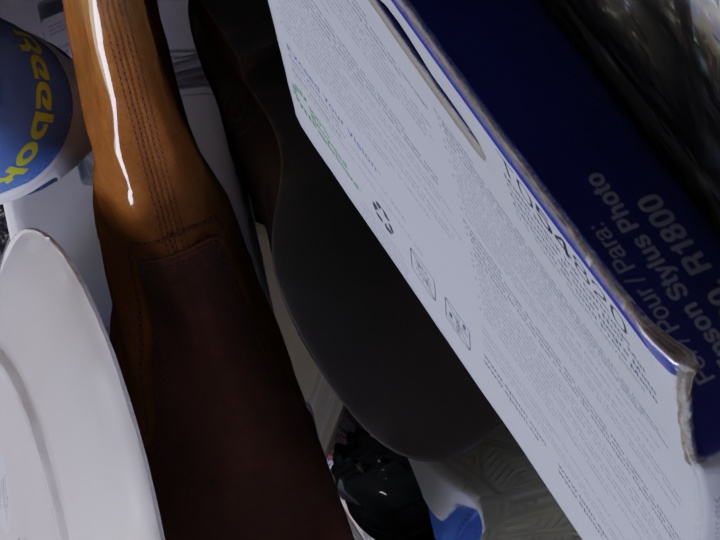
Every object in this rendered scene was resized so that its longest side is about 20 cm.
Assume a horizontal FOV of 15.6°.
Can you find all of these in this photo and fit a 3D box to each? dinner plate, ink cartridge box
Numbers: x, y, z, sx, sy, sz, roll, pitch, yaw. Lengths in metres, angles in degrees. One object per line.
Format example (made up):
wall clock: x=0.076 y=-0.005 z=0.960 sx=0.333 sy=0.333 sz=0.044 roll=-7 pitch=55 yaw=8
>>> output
dinner plate: x=-0.091 y=0.087 z=0.784 sx=0.200 sy=0.024 sz=0.201 roll=171 pitch=90 yaw=-71
ink cartridge box: x=-0.088 y=-0.052 z=0.949 sx=0.146 sy=0.085 sz=0.201 roll=83 pitch=176 yaw=-75
ink cartridge box: x=0.035 y=-0.020 z=0.581 sx=0.200 sy=0.041 sz=0.200 roll=56 pitch=173 yaw=25

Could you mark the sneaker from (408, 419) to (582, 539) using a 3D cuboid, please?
sneaker: x=0.068 y=0.108 z=0.742 sx=0.200 sy=0.077 sz=0.111 roll=-128 pitch=14 yaw=-70

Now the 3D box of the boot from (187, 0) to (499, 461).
boot: x=0.000 y=0.000 z=0.828 sx=0.200 sy=0.064 sz=0.187 roll=85 pitch=167 yaw=-69

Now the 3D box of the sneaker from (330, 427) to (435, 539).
sneaker: x=0.035 y=0.092 z=1.011 sx=0.091 sy=0.066 sz=0.200 roll=56 pitch=177 yaw=1

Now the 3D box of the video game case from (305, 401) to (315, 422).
video game case: x=-0.034 y=0.179 z=0.953 sx=0.182 sy=0.023 sz=0.201 roll=-58 pitch=-39 yaw=-54

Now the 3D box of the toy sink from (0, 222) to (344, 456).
toy sink: x=-0.101 y=0.028 z=1.086 sx=0.199 sy=0.112 sz=0.130 roll=19 pitch=161 yaw=2

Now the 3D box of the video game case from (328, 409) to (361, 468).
video game case: x=-0.038 y=0.066 z=1.270 sx=0.200 sy=0.017 sz=0.143 roll=33 pitch=-173 yaw=-29

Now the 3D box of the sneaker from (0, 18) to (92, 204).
sneaker: x=-0.169 y=-0.048 z=0.847 sx=0.200 sy=0.082 sz=0.074 roll=5 pitch=91 yaw=37

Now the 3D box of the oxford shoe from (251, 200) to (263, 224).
oxford shoe: x=-0.067 y=-0.036 z=1.138 sx=0.071 sy=0.072 sz=0.200 roll=58 pitch=173 yaw=32

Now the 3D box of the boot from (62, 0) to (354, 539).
boot: x=-0.046 y=-0.005 z=0.742 sx=0.188 sy=0.068 sz=0.201 roll=-100 pitch=2 yaw=-61
